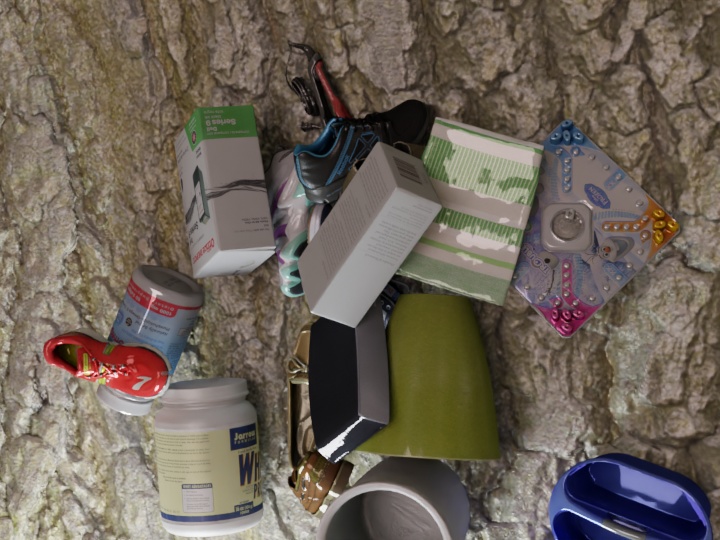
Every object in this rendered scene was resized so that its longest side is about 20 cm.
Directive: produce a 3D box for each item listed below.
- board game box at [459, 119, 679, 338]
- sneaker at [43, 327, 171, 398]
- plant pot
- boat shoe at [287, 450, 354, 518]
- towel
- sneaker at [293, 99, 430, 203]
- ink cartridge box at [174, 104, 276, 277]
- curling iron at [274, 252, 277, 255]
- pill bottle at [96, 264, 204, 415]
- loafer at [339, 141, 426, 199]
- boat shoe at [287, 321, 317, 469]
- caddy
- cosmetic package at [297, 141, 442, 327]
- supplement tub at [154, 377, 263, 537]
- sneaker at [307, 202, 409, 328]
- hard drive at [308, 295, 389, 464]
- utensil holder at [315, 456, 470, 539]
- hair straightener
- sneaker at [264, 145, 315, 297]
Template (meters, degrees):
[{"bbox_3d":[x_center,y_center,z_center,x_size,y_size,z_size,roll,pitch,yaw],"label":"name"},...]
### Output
[{"bbox_3d":[0.252,-0.055,1.500,0.200,0.026,0.200,-43,76,-4],"label":"board game box"},{"bbox_3d":[-0.351,0.133,1.685,0.199,0.085,0.078,11,99,26],"label":"sneaker"},{"bbox_3d":[0.088,0.133,1.561,0.186,0.187,0.202,0,83,25],"label":"plant pot"},{"bbox_3d":[-0.059,0.274,1.629,0.068,0.200,0.072,26,65,-1],"label":"boat shoe"},{"bbox_3d":[0.129,-0.074,1.493,0.151,0.023,0.202,16,85,13],"label":"towel"},{"bbox_3d":[0.004,-0.168,1.582,0.199,0.082,0.073,-37,36,-14],"label":"sneaker"},{"bbox_3d":[-0.185,-0.104,1.662,0.146,0.083,0.202,145,118,-64],"label":"ink cartridge box"},{"bbox_3d":[-0.128,-0.024,1.723,0.199,0.026,0.050,30,102,21],"label":"curling iron"},{"bbox_3d":[-0.308,0.102,1.770,0.108,0.109,0.201,29,105,21],"label":"pill bottle"},{"bbox_3d":[0.071,-0.124,1.549,0.070,0.199,0.075,92,154,-47],"label":"loafer"},{"bbox_3d":[-0.070,0.173,1.688,0.073,0.063,0.202,8,96,24],"label":"boat shoe"},{"bbox_3d":[0.328,0.303,1.484,0.199,0.105,0.143,18,101,23],"label":"caddy"},{"bbox_3d":[0.008,-0.042,1.487,0.200,0.071,0.102,-54,32,27],"label":"cosmetic package"},{"bbox_3d":[-0.212,0.257,1.714,0.144,0.145,0.202,-3,92,25],"label":"supplement tub"},{"bbox_3d":[0.000,0.000,1.617,0.108,0.070,0.201,2,121,25],"label":"sneaker"},{"bbox_3d":[-0.018,0.126,1.546,0.135,0.042,0.201,-42,40,41],"label":"hard drive"},{"bbox_3d":[0.049,0.326,1.551,0.168,0.200,0.172,1,95,13],"label":"utensil holder"},{"bbox_3d":[-0.061,-0.219,1.671,0.077,0.041,0.201,-28,86,24],"label":"hair straightener"},{"bbox_3d":[-0.103,-0.073,1.683,0.139,0.077,0.202,17,96,44],"label":"sneaker"}]
